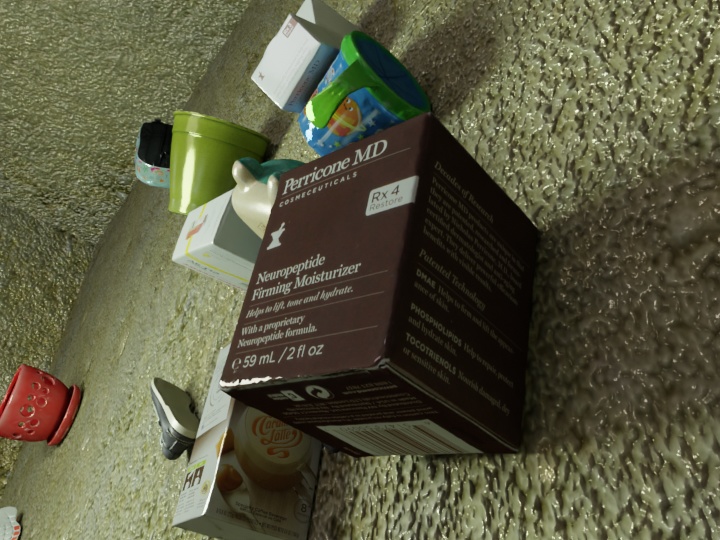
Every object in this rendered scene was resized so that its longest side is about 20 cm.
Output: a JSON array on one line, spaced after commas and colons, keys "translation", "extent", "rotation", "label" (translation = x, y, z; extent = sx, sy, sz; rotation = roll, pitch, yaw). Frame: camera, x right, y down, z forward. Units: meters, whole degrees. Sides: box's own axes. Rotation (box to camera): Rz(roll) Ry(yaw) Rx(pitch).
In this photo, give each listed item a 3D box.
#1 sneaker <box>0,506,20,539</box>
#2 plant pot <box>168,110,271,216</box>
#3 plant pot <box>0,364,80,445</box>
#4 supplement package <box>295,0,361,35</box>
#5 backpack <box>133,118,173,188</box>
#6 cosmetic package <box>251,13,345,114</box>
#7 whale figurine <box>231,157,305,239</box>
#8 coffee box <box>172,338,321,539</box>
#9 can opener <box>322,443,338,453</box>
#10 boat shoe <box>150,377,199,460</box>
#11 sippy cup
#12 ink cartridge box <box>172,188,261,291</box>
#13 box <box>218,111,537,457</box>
[{"translation": [-0.957, 0.724, 1.872], "extent": [0.200, 0.077, 0.083], "rotation": [-141, 53, -65], "label": "sneaker"}, {"translation": [-0.301, -0.195, 1.396], "extent": [0.200, 0.199, 0.194], "rotation": [16, 91, 64], "label": "plant pot"}, {"translation": [-0.901, 0.387, 1.936], "extent": [0.200, 0.182, 0.201], "rotation": [-43, 32, 34], "label": "plant pot"}, {"translation": [-0.065, -0.358, 1.166], "extent": [0.117, 0.117, 0.201], "rotation": [-49, 29, 27], "label": "supplement package"}, {"translation": [-0.568, -0.325, 2.018], "extent": [0.201, 0.176, 0.151], "rotation": [-100, 22, -46], "label": "backpack"}, {"translation": [-0.041, -0.262, 0.936], "extent": [0.074, 0.200, 0.102], "rotation": [47, 116, 20], "label": "cosmetic package"}, {"translation": [-0.069, -0.076, 0.768], "extent": [0.104, 0.159, 0.200], "rotation": [-47, 6, -12], "label": "whale figurine"}, {"translation": [-0.107, 0.177, 0.730], "extent": [0.080, 0.114, 0.201], "rotation": [-34, 38, 45], "label": "coffee box"}, {"translation": [-0.058, 0.087, 0.715], "extent": [0.079, 0.063, 0.201], "rotation": [-45, 58, 26], "label": "can opener"}, {"translation": [-0.308, 0.232, 1.105], "extent": [0.063, 0.072, 0.200], "rotation": [-59, 30, 1], "label": "boat shoe"}, {"translation": [-0.004, -0.201, 0.863], "extent": [0.130, 0.177, 0.140], "rotation": [-42, 47, 27], "label": "sippy cup"}, {"translation": [-0.167, -0.033, 0.994], "extent": [0.200, 0.145, 0.084], "rotation": [-9, 58, 60], "label": "ink cartridge box"}, {"translation": [0.023, 0.025, 0.541], "extent": [0.165, 0.164, 0.201], "rotation": [-15, 51, 39], "label": "box"}]
